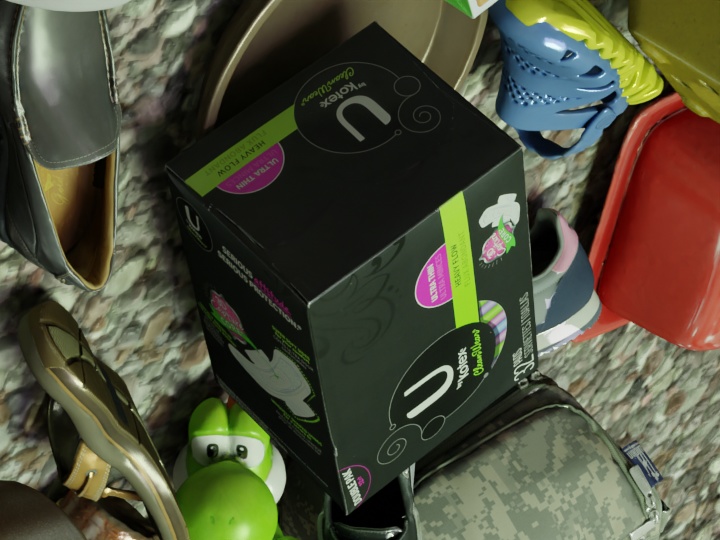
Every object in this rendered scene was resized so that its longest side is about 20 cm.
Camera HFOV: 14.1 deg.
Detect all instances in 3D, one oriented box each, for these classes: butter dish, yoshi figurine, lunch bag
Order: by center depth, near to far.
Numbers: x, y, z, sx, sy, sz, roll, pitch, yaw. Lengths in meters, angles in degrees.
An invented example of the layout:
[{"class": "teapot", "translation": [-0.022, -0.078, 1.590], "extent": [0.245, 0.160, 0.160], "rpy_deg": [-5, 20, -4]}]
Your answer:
[{"class": "yoshi figurine", "translation": [-0.080, 0.165, 1.700], "extent": [0.112, 0.112, 0.201], "rpy_deg": [-25, 140, -22]}, {"class": "lunch bag", "translation": [0.072, 0.157, 1.815], "extent": [0.199, 0.168, 0.140], "rpy_deg": [-30, 145, -28]}, {"class": "butter dish", "translation": [0.254, -0.023, 1.863], "extent": [0.199, 0.148, 0.200], "rpy_deg": [-21, 139, -36]}]

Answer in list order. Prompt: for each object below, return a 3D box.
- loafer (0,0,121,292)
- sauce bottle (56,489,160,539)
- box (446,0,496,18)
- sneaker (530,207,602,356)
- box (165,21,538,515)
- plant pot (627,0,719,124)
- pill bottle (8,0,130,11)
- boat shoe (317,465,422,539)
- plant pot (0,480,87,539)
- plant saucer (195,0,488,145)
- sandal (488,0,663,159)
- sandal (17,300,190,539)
[{"class": "loafer", "translation": [-0.139, -0.077, 1.386], "extent": [0.073, 0.072, 0.201], "rpy_deg": [-29, 144, -26]}, {"class": "sauce bottle", "translation": [-0.195, 0.212, 1.646], "extent": [0.200, 0.066, 0.066], "rpy_deg": [-52, 149, 6]}, {"class": "box", "translation": [0.070, -0.260, 1.404], "extent": [0.176, 0.097, 0.201], "rpy_deg": [-36, 138, -17]}, {"class": "sneaker", "translation": [0.055, 0.030, 1.772], "extent": [0.199, 0.070, 0.082], "rpy_deg": [-31, 123, -24]}, {"class": "box", "translation": [0.000, 0.000, 1.543], "extent": [0.148, 0.124, 0.200], "rpy_deg": [-36, 149, -18]}, {"class": "plant pot", "translation": [0.265, -0.168, 1.650], "extent": [0.200, 0.194, 0.195], "rpy_deg": [-53, 149, -2]}, {"class": "pill bottle", "translation": [-0.117, -0.219, 1.218], "extent": [0.112, 0.112, 0.201], "rpy_deg": [-17, 137, -40]}, {"class": "boat shoe", "translation": [0.008, 0.161, 1.690], "extent": [0.068, 0.073, 0.201], "rpy_deg": [8, 84, -81]}, {"class": "plant pot", "translation": [-0.238, 0.199, 1.468], "extent": [0.198, 0.200, 0.201], "rpy_deg": [-15, 136, -52]}, {"class": "plant saucer", "translation": [-0.013, -0.110, 1.549], "extent": [0.200, 0.029, 0.201], "rpy_deg": [-33, 146, -26]}, {"class": "sandal", "translation": [0.111, -0.112, 1.643], "extent": [0.087, 0.080, 0.200], "rpy_deg": [-43, 157, 6]}, {"class": "sandal", "translation": [-0.147, 0.089, 1.564], "extent": [0.054, 0.081, 0.200], "rpy_deg": [-27, 142, 3]}]
